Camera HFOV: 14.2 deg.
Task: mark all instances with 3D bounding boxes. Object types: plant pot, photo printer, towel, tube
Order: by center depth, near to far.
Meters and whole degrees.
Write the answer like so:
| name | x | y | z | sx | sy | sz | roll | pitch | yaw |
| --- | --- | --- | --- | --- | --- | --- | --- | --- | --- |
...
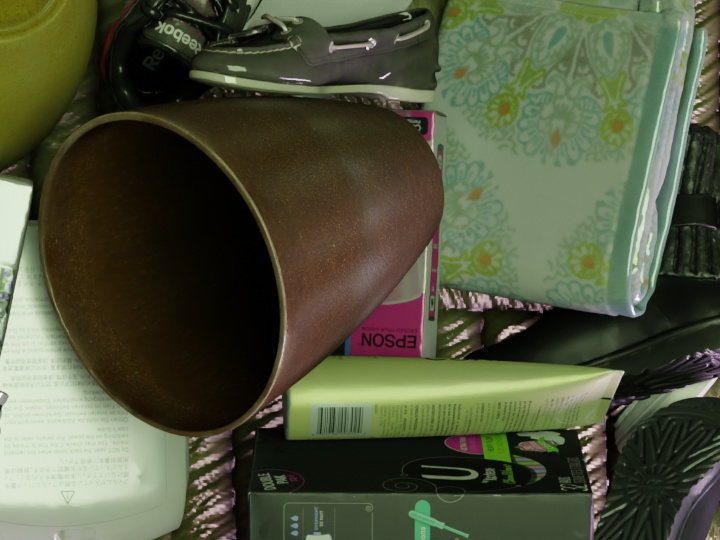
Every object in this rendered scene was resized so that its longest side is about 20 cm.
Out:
| name | x | y | z | sx | sy | sz | roll | pitch | yaw |
| --- | --- | --- | --- | --- | --- | --- | --- | --- | --- |
| plant pot | -0.231 | -0.160 | 1.648 | 0.200 | 0.142 | 0.201 | 5 | 78 | -22 |
| plant pot | -0.048 | -0.026 | 1.659 | 0.200 | 0.187 | 0.187 | -25 | 98 | -45 |
| photo printer | -0.182 | 0.069 | 1.715 | 0.166 | 0.069 | 0.200 | -1 | 89 | -19 |
| tube | 0.053 | 0.076 | 1.730 | 0.200 | 0.058 | 0.052 | 0 | 105 | -4 |
| towel | 0.116 | -0.079 | 1.782 | 0.048 | 0.171 | 0.200 | 23 | 78 | -58 |

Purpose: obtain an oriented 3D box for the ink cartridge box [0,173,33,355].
| name | x | y | z | sx | sy | sz | roll | pitch | yaw |
| --- | --- | --- | --- | --- | --- | --- | --- | --- | --- |
| ink cartridge box | -0.291 | -0.016 | 1.627 | 0.200 | 0.050 | 0.109 | 11 | 94 | -8 |

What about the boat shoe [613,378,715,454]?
| name | x | y | z | sx | sy | sz | roll | pitch | yaw |
| --- | --- | --- | --- | --- | --- | --- | --- | --- | --- |
| boat shoe | 0.215 | 0.030 | 1.857 | 0.068 | 0.072 | 0.200 | 37 | 84 | 7 |

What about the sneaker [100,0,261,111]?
| name | x | y | z | sx | sy | sz | roll | pitch | yaw |
| --- | --- | --- | --- | --- | --- | --- | --- | --- | --- |
| sneaker | -0.089 | -0.165 | 1.698 | 0.071 | 0.098 | 0.201 | 30 | 111 | -12 |

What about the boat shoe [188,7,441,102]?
| name | x | y | z | sx | sy | sz | roll | pitch | yaw |
| --- | --- | --- | --- | --- | --- | --- | --- | --- | --- |
| boat shoe | -0.026 | -0.131 | 1.688 | 0.200 | 0.067 | 0.057 | -1 | 98 | -50 |

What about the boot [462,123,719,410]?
| name | x | y | z | sx | sy | sz | roll | pitch | yaw |
| --- | --- | --- | --- | --- | --- | --- | --- | --- | --- |
| boot | 0.142 | 0.005 | 1.818 | 0.211 | 0.079 | 0.158 | -15 | 71 | 9 |

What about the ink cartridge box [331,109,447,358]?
| name | x | y | z | sx | sy | sz | roll | pitch | yaw |
| --- | --- | --- | --- | --- | --- | --- | --- | --- | --- |
| ink cartridge box | 0.000 | 0.000 | 1.775 | 0.094 | 0.037 | 0.200 | 2 | 90 | 16 |

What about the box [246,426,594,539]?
| name | x | y | z | sx | sy | sz | roll | pitch | yaw |
| --- | --- | --- | --- | --- | --- | --- | --- | --- | --- |
| box | 0.033 | 0.168 | 1.709 | 0.200 | 0.149 | 0.125 | 0 | 101 | 0 |

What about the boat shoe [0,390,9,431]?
| name | x | y | z | sx | sy | sz | roll | pitch | yaw |
| --- | --- | --- | --- | --- | --- | --- | --- | --- | --- |
| boat shoe | -0.225 | 0.074 | 1.577 | 0.067 | 0.074 | 0.200 | -2 | 92 | -7 |

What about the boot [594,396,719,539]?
| name | x | y | z | sx | sy | sz | roll | pitch | yaw |
| --- | --- | --- | --- | --- | --- | --- | --- | --- | --- |
| boot | 0.205 | 0.202 | 1.810 | 0.165 | 0.066 | 0.200 | -53 | 137 | -35 |

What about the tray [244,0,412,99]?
| name | x | y | z | sx | sy | sz | roll | pitch | yaw |
| --- | --- | --- | --- | --- | --- | --- | --- | --- | --- |
| tray | -0.076 | -0.189 | 1.759 | 0.200 | 0.022 | 0.107 | 33 | 123 | -15 |
